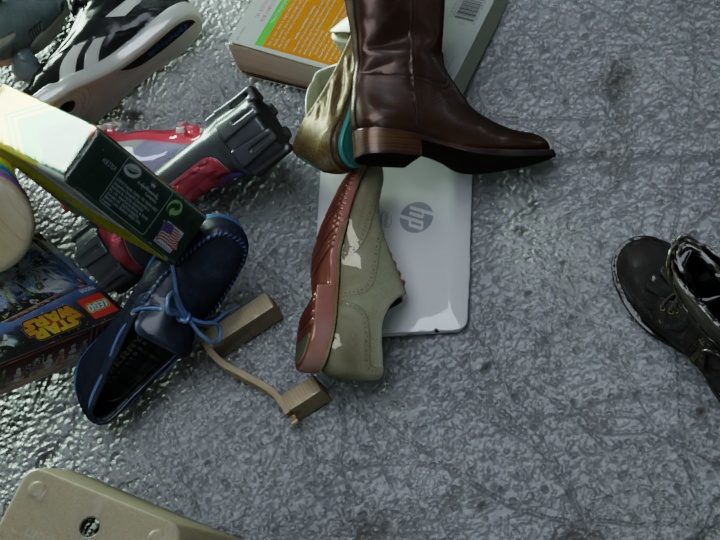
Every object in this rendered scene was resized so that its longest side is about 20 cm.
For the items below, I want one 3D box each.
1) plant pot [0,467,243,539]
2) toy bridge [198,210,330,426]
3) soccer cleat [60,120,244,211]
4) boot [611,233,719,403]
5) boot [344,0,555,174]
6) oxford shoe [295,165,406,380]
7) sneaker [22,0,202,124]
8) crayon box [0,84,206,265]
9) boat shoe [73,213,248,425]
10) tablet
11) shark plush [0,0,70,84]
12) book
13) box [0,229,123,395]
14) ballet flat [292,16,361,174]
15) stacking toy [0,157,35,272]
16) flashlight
[{"bbox_3d":[-0.186,0.251,1.540,0.200,0.177,0.200,19,72,24],"label":"plant pot"},{"bbox_3d":[-0.096,0.046,1.695,0.067,0.027,0.200,-32,61,3],"label":"toy bridge"},{"bbox_3d":[-0.163,-0.086,1.767,0.200,0.067,0.077,1,102,9],"label":"soccer cleat"},{"bbox_3d":[0.246,0.017,1.522,0.069,0.174,0.200,-39,61,-4],"label":"boot"},{"bbox_3d":[0.069,-0.181,1.662,0.064,0.186,0.200,-22,68,57],"label":"boot"},{"bbox_3d":[0.000,0.000,1.663,0.074,0.071,0.200,17,63,-10],"label":"oxford shoe"},{"bbox_3d":[-0.246,-0.195,1.827,0.200,0.073,0.112,-35,65,-13],"label":"sneaker"},{"bbox_3d":[-0.223,-0.080,1.646,0.200,0.127,0.051,25,78,50],"label":"crayon box"},{"bbox_3d":[-0.150,0.047,1.659,0.200,0.084,0.069,-55,26,21],"label":"boat shoe"},{"bbox_3d":[0.027,-0.039,1.707,0.130,0.014,0.200,-4,65,15],"label":"tablet"},{"bbox_3d":[-0.336,-0.226,1.815,0.091,0.200,0.083,48,117,39],"label":"shark plush"},{"bbox_3d":[0.007,-0.208,1.773,0.200,0.048,0.134,17,64,23],"label":"book"},{"bbox_3d":[-0.307,0.040,1.689,0.200,0.040,0.137,-23,51,-41],"label":"box"},{"bbox_3d":[-0.001,-0.164,1.696,0.072,0.068,0.200,7,62,36],"label":"ballet flat"},{"bbox_3d":[-0.313,-0.064,1.745,0.085,0.085,0.200,-29,20,2],"label":"stacking toy"},{"bbox_3d":[-0.143,-0.060,1.706,0.200,0.068,0.068,-35,40,18],"label":"flashlight"}]
